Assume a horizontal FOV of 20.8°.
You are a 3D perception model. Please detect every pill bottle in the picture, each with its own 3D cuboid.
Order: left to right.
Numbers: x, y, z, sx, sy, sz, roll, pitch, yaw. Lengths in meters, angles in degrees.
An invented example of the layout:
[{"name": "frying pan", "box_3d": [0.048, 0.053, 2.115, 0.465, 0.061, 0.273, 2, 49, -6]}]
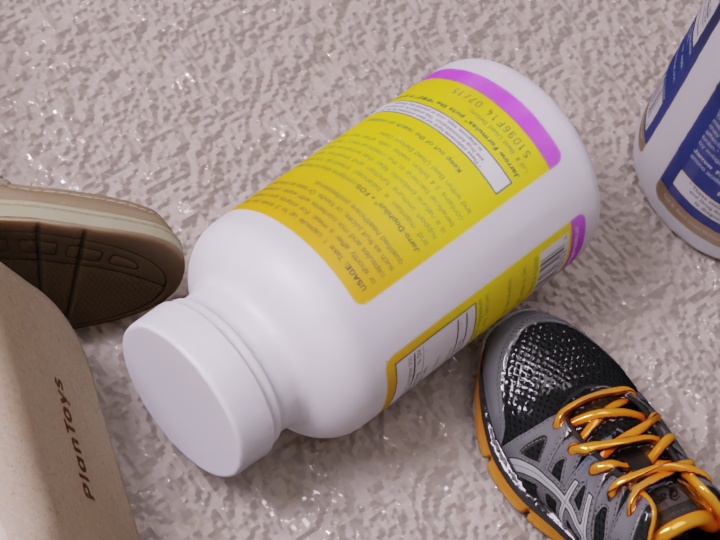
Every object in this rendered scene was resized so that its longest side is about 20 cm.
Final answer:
[{"name": "pill bottle", "box_3d": [0.000, 0.000, 0.820, 0.200, 0.104, 0.104, -36, 73, -28]}, {"name": "pill bottle", "box_3d": [0.201, -0.094, 0.864, 0.111, 0.200, 0.111, 6, 60, -10]}]

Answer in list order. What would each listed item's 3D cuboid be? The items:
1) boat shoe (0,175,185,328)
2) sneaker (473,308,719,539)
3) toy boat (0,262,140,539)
[{"name": "boat shoe", "box_3d": [-0.173, -0.021, 0.814, 0.200, 0.072, 0.065, 2, 48, -6]}, {"name": "sneaker", "box_3d": [0.115, 0.095, 0.809, 0.078, 0.077, 0.200, -22, 66, -21]}, {"name": "toy boat", "box_3d": [-0.163, 0.096, 0.735, 0.131, 0.131, 0.200, -24, 64, 9]}]
